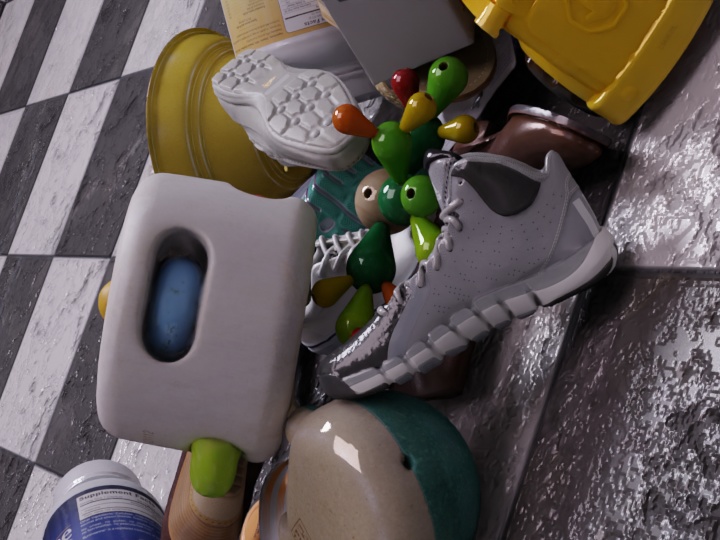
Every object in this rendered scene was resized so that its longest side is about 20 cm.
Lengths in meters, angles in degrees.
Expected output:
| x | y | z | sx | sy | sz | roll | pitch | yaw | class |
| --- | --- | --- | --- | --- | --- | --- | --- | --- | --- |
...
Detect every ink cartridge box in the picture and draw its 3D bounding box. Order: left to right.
| x | y | z | sx | sy | sz | roll | pitch | yaw | class |
| --- | --- | --- | --- | --- | --- | --- | --- | --- | --- |
| 0.002 | -0.253 | 1.111 | 0.083 | 0.201 | 0.146 | -19 | 38 | 21 | ink cartridge box |

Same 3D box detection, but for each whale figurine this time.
| x | y | z | sx | sy | sz | roll | pitch | yaw | class |
| --- | --- | --- | --- | --- | --- | --- | --- | --- | --- |
| 0.009 | 0.152 | 1.055 | 0.160 | 0.103 | 0.200 | 60 | 152 | 17 | whale figurine |

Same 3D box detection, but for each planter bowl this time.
| x | y | z | sx | sy | sz | roll | pitch | yaw | class |
| --- | --- | --- | --- | --- | --- | --- | --- | --- | --- |
| -0.094 | -0.118 | 1.434 | 0.083 | 0.200 | 0.203 | -7 | 58 | 29 | planter bowl |

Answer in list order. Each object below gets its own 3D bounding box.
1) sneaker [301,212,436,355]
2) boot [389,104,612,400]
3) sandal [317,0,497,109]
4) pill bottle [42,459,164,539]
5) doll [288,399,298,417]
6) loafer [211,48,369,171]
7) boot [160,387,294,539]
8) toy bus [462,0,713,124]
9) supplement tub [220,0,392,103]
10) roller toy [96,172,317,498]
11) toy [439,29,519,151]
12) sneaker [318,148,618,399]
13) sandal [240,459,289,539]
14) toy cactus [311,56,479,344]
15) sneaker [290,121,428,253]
| x | y | z | sx | sy | sz | roll | pitch | yaw | class |
| --- | --- | --- | --- | --- | --- | --- | --- | --- | --- |
| 0.000 | 0.000 | 1.224 | 0.200 | 0.070 | 0.074 | -42 | 34 | 39 | sneaker |
| 0.082 | 0.000 | 1.070 | 0.202 | 0.064 | 0.186 | -70 | 16 | -8 | boot |
| 0.040 | -0.153 | 1.206 | 0.077 | 0.070 | 0.212 | -30 | 42 | -14 | sandal |
| -0.212 | 0.247 | 1.397 | 0.112 | 0.110 | 0.200 | -59 | 25 | 15 | pill bottle |
| -0.076 | 0.029 | 1.374 | 0.136 | 0.048 | 0.202 | -20 | 48 | 37 | doll |
| -0.045 | -0.110 | 1.222 | 0.070 | 0.070 | 0.200 | -39 | 33 | -8 | loafer |
| -0.115 | 0.162 | 1.245 | 0.201 | 0.072 | 0.167 | -76 | 9 | -53 | boot |
| 0.107 | -0.209 | 1.046 | 0.136 | 0.190 | 0.201 | -58 | 24 | 20 | toy bus |
| -0.044 | -0.232 | 1.341 | 0.144 | 0.143 | 0.202 | -9 | 97 | 62 | supplement tub |
| -0.108 | 0.029 | 1.117 | 0.201 | 0.138 | 0.184 | -84 | 5 | -55 | roller toy |
| 0.090 | -0.196 | 1.226 | 0.115 | 0.047 | 0.202 | 128 | 141 | -51 | toy |
| 0.046 | -0.011 | 0.998 | 0.198 | 0.116 | 0.075 | -27 | 6 | 3 | sneaker |
| -0.054 | 0.178 | 1.195 | 0.206 | 0.059 | 0.080 | -27 | 46 | 55 | sandal |
| 0.015 | -0.045 | 1.102 | 0.165 | 0.101 | 0.203 | -168 | 88 | -81 | toy cactus |
| -0.010 | -0.071 | 1.297 | 0.199 | 0.074 | 0.088 | -37 | 26 | 30 | sneaker |
